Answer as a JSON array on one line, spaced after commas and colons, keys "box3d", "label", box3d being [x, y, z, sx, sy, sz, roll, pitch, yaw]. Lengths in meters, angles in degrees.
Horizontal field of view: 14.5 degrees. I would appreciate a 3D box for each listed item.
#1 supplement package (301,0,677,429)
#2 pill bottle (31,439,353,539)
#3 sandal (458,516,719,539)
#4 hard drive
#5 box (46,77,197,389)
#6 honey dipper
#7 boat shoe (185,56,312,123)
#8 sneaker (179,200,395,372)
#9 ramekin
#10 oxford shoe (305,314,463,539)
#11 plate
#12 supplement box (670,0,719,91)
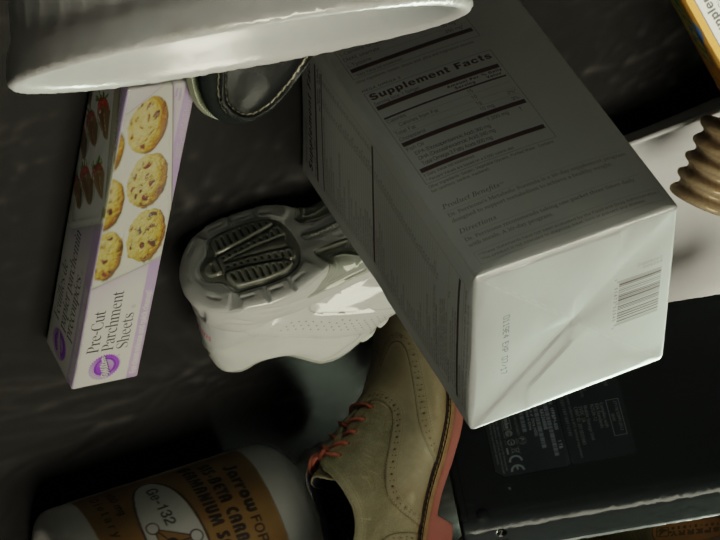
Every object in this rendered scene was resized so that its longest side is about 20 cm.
[{"box3d": [0.058, -0.042, 1.402, 0.109, 0.200, 0.114, -19, 140, -17], "label": "supplement package"}, {"box3d": [-0.074, 0.161, 1.589, 0.199, 0.114, 0.115, -17, 138, -21], "label": "pill bottle"}, {"box3d": [0.147, 0.163, 1.740, 0.199, 0.081, 0.054, -10, 147, 12], "label": "sandal"}, {"box3d": [0.145, 0.083, 1.599, 0.199, 0.140, 0.033, -10, 138, -1], "label": "hard drive"}, {"box3d": [-0.121, -0.027, 1.420, 0.041, 0.039, 0.200, -9, 135, -27], "label": "box"}, {"box3d": [0.226, -0.126, 1.539, 0.038, 0.038, 0.200, 14, 105, -43], "label": "honey dipper"}, {"box3d": [-0.020, -0.149, 1.318, 0.074, 0.066, 0.200, 12, 111, -43], "label": "boat shoe"}, {"box3d": [0.000, 0.000, 1.518, 0.199, 0.078, 0.100, -14, 145, -10], "label": "sneaker"}, {"box3d": [-0.058, -0.140, 1.198, 0.200, 0.098, 0.200, -9, 180, 0], "label": "ramekin"}, {"box3d": [0.010, 0.095, 1.543, 0.075, 0.201, 0.070, 10, 158, -20], "label": "oxford shoe"}, {"box3d": [0.215, -0.040, 1.649, 0.200, 0.032, 0.200, -23, 139, -12], "label": "plate"}, {"box3d": [0.205, -0.128, 1.470, 0.069, 0.067, 0.200, -30, 117, 2], "label": "supplement box"}]
